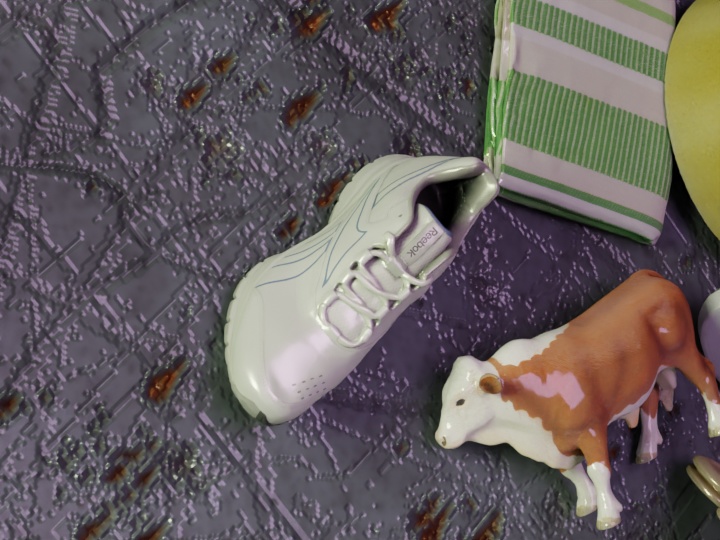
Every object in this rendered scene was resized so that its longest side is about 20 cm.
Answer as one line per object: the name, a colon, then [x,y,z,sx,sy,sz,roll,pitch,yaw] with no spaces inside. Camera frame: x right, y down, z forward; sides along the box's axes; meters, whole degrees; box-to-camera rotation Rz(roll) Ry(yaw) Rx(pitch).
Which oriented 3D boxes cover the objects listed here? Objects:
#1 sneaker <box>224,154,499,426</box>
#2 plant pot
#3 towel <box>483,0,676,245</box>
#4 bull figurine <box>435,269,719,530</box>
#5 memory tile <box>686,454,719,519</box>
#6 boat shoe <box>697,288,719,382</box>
sneaker: [0.000,0.000,0.990,0.075,0.087,0.200,48,58,-18]
plant pot: [0.314,-0.106,1.192,0.199,0.141,0.202,12,71,-39]
towel: [0.139,-0.126,1.161,0.152,0.023,0.202,16,68,-33]
bull figurine: [0.133,0.074,1.080,0.199,0.065,0.122,-30,100,-34]
memory tile: [0.273,0.187,1.090,0.153,0.200,0.017,34,103,-25]
boat shoe: [0.293,0.061,1.203,0.199,0.071,0.070,32,35,-21]
